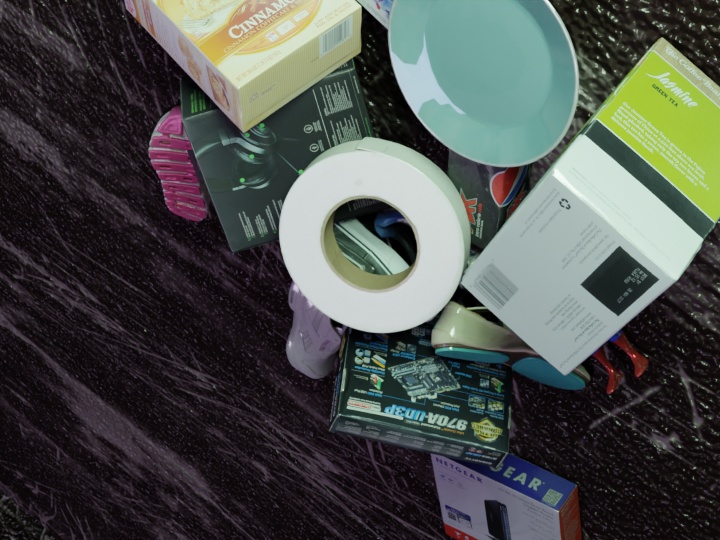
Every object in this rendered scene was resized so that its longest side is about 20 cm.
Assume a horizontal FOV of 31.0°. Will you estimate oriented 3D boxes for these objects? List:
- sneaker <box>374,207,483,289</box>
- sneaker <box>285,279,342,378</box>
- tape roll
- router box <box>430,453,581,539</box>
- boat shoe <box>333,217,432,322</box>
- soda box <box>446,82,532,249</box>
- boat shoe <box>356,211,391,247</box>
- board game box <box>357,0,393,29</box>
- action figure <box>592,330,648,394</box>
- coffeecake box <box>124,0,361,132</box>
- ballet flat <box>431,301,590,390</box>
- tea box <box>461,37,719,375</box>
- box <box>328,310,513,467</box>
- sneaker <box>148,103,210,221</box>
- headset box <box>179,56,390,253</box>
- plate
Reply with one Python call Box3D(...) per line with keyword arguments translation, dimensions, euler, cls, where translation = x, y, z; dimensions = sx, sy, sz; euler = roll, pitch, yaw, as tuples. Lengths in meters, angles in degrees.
Box3D(translation=(0.096, -0.011, 1.414), dimensions=(0.199, 0.085, 0.077), euler=(38, 148, 10), cls="sneaker")
Box3D(translation=(-0.045, 0.083, 1.689), dimensions=(0.099, 0.075, 0.202), euler=(30, 145, 25), cls="sneaker")
Box3D(translation=(0.014, -0.034, 1.326), dimensions=(0.199, 0.037, 0.206), euler=(8, 117, 15), cls="tape roll")
Box3D(translation=(0.193, 0.314, 1.703), dimensions=(0.198, 0.049, 0.181), euler=(21, 141, 33), cls="router box")
Box3D(translation=(0.000, 0.000, 1.423), dimensions=(0.200, 0.071, 0.072), euler=(42, 168, 26), cls="boat shoe")
Box3D(translation=(0.129, -0.113, 1.281), dimensions=(0.070, 0.063, 0.202), euler=(29, 145, 23), cls="soda box")
Box3D(translation=(0.026, 0.018, 1.542), dimensions=(0.073, 0.068, 0.202), euler=(2, 122, 49), cls="boat shoe")
Box3D(translation=(0.029, -0.301, 1.200), dimensions=(0.200, 0.045, 0.135), euler=(43, 148, 3), cls="board game box")
Box3D(translation=(0.207, 0.049, 1.344), dimensions=(0.201, 0.099, 0.065), euler=(50, 127, -3), cls="action figure")
Box3D(translation=(-0.118, -0.258, 1.273), dimensions=(0.200, 0.153, 0.073), euler=(46, 160, 22), cls="coffeecake box")
Box3D(translation=(0.170, 0.078, 1.427), dimensions=(0.197, 0.071, 0.069), euler=(16, 156, -23), cls="ballet flat")
Box3D(translation=(0.218, -0.052, 1.122), dimensions=(0.133, 0.197, 0.200), euler=(41, 147, 3), cls="tea box")
Box3D(translation=(0.072, 0.120, 1.450), dimensions=(0.197, 0.161, 0.046), euler=(13, 147, -8), cls="box")
Box3D(translation=(-0.212, -0.150, 1.601), dimensions=(0.072, 0.089, 0.201), euler=(8, 148, 5), cls="sneaker")
Box3D(translation=(-0.083, -0.132, 1.368), dimensions=(0.093, 0.197, 0.176), euler=(-103, -5, -53), cls="headset box")
Box3D(translation=(0.110, -0.187, 1.152), dimensions=(0.198, 0.026, 0.203), euler=(24, 134, 27), cls="plate")
